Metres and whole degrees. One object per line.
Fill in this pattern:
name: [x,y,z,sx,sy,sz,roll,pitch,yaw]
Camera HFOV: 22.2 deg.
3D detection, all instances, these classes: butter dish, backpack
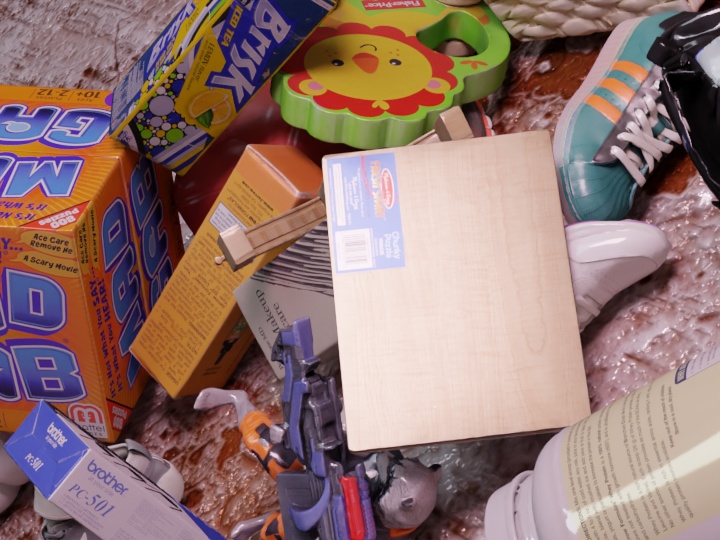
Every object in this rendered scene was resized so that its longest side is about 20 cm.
butter dish: [-0.080,-0.103,1.490,0.199,0.148,0.200,-14,44,41]
backpack: [0.266,-0.058,1.039,0.126,0.167,0.200,-36,39,6]

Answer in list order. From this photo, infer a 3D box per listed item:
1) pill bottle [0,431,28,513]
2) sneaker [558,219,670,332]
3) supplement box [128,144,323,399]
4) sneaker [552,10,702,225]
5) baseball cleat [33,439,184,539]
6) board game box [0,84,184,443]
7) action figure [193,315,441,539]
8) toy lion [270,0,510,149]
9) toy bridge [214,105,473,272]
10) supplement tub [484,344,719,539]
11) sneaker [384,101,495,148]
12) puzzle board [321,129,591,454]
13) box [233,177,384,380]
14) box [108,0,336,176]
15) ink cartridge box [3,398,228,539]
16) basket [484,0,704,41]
pill bottle: [-0.356,0.175,1.543,0.200,0.110,0.110,-34,34,19]
sneaker: [0.119,0.036,1.200,0.199,0.075,0.100,-28,60,23]
supplement box: [-0.096,0.002,1.396,0.069,0.066,0.201,41,113,24]
sneaker: [0.192,-0.108,1.244,0.080,0.071,0.201,-13,40,43]
baseball cleat: [-0.224,0.202,1.363,0.200,0.106,0.070,-47,37,3]
board game box: [-0.268,-0.011,1.457,0.198,0.201,0.200,4,36,14]
action figure: [-0.024,0.118,1.207,0.104,0.201,0.193,-15,17,-42]
toy lion: [0.025,-0.158,1.403,0.199,0.069,0.192,-6,40,-17]
toy bridge: [-0.015,-0.053,1.291,0.199,0.027,0.067,-29,-5,-11]
supplement tub: [0.179,0.124,0.944,0.199,0.145,0.145,-31,35,23]
sneaker: [0.047,-0.080,1.377,0.077,0.082,0.201,-24,39,31]
puzzle board: [0.058,0.012,1.154,0.150,0.017,0.201,-7,68,2]
box: [0.000,0.000,1.282,0.068,0.082,0.200,-23,-9,-43]
box: [-0.103,-0.165,1.359,0.200,0.070,0.065,-44,33,32]
ink cartridge box: [-0.137,0.169,1.209,0.044,0.200,0.094,-50,33,-6]
basket: [0.175,-0.258,1.366,0.199,0.136,0.124,0,51,50]
